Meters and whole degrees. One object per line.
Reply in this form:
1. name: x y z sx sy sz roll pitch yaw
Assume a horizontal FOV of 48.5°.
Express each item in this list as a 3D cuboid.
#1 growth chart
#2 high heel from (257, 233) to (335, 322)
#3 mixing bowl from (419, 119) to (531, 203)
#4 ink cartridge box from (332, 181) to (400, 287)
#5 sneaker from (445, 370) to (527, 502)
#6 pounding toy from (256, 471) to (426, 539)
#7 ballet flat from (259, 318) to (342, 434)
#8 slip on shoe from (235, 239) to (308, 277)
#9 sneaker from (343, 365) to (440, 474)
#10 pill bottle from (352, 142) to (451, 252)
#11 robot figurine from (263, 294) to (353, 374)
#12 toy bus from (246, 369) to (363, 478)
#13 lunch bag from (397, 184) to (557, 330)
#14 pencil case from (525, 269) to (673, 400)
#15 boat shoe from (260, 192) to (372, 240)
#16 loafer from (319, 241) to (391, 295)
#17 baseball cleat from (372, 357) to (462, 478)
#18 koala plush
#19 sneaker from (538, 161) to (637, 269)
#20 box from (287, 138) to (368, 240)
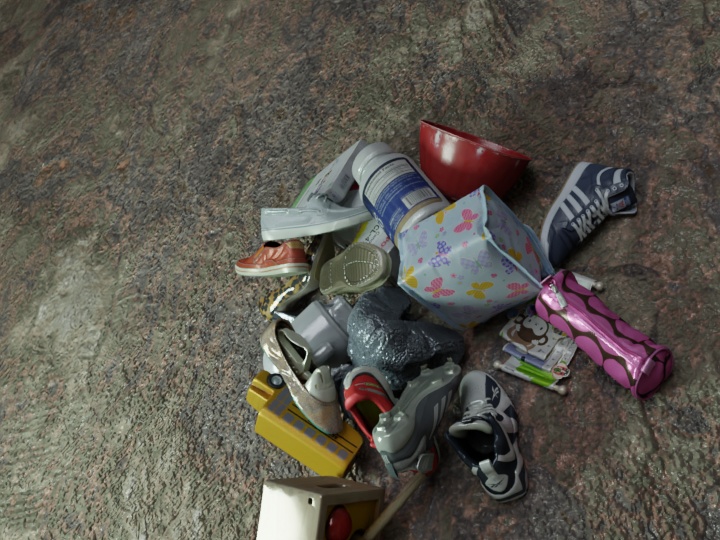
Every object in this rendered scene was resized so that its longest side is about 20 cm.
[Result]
1. growth chart: 0.277 0.080 1.195 0.143 0.018 0.202 11 65 40
2. high heel: -0.122 0.002 1.452 0.141 0.071 0.204 15 93 35
3. mixing bowl: 0.178 -0.170 1.346 0.199 0.198 0.110 33 111 44
4. ink cartridge box: 0.038 -0.086 1.430 0.148 0.086 0.199 -49 44 -7
5. sneaker: 0.164 0.206 1.102 0.078 0.130 0.202 -19 49 19
6. pounding toy: -0.025 0.360 1.090 0.140 0.199 0.188 3 82 35
7. ballet flat: -0.083 0.154 1.206 0.200 0.068 0.068 49 123 19
8. slip on shoe: -0.157 -0.020 1.409 0.198 0.073 0.063 -7 84 53
9. sneaker: 0.038 0.229 1.127 0.076 0.200 0.085 -34 19 22
10. pill bottle: 0.065 -0.118 1.298 0.110 0.111 0.201 -38 53 4
11. robot figurine: -0.082 0.133 1.333 0.200 0.113 0.170 -43 8 0
12. toy bus: -0.093 0.240 1.232 0.198 0.066 0.078 31 44 12
13. lunch bag: 0.173 -0.006 1.183 0.168 0.199 0.129 -29 40 32
14. pencil case: 0.327 0.084 1.088 0.091 0.094 0.200 -43 54 -7
15. boat shoe: -0.079 -0.098 1.372 0.197 0.070 0.073 -9 93 8
16. loafer: 0.000 0.000 1.323 0.199 0.067 0.077 -14 73 59
17. baseball cleat: 0.085 0.208 1.098 0.069 0.108 0.199 -5 20 43
18. koala plush: 0.027 0.152 1.221 0.176 0.183 0.202 36 109 24
19. sneaker: 0.352 -0.083 1.222 0.107 0.070 0.202 11 61 40
20. box: -0.070 -0.150 1.505 0.199 0.036 0.145 -29 25 48
